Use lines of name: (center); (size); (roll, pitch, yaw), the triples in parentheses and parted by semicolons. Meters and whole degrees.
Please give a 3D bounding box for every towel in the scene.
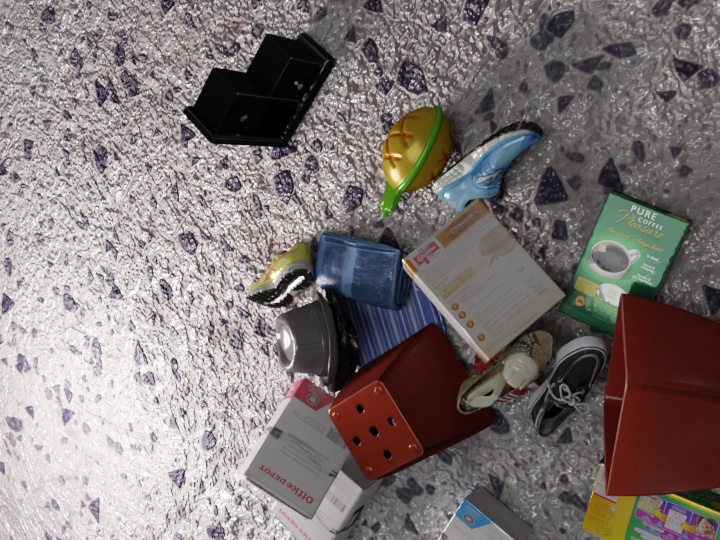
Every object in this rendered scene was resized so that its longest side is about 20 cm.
towel: (0.059, 0.091, 1.316); (0.200, 0.024, 0.145); (-17, 90, 36)
towel: (0.000, 0.000, 1.303); (0.200, 0.048, 0.112); (15, 98, 37)

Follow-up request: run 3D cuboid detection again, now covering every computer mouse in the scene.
computer mouse: (-0.032, 0.143, 1.332); (0.139, 0.053, 0.200); (-115, 25, -47)

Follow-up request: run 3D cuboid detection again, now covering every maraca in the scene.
maraca: (0.082, -0.179, 1.197); (0.107, 0.137, 0.200); (25, 114, -10)

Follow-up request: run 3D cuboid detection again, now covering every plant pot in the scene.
plant pot: (0.425, 0.172, 0.960); (0.176, 0.200, 0.200); (6, 123, 14)
plant pot: (0.067, 0.239, 1.225); (0.200, 0.176, 0.200); (-37, 82, 35)

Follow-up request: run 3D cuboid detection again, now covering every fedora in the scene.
fedora: (-0.105, 0.126, 1.319); (0.200, 0.090, 0.177); (-150, 56, -71)

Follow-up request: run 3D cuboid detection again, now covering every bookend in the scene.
bookend: (-0.178, -0.328, 1.296); (0.092, 0.199, 0.200); (47, 118, 21)

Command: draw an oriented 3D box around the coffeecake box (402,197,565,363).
coffeecake box: (0.186, 0.016, 1.117); (0.153, 0.073, 0.200); (-39, 78, -3)

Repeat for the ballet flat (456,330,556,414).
ballet flat: (0.220, 0.168, 1.115); (0.068, 0.075, 0.200); (44, 127, -2)

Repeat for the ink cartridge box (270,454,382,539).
ink cartridge box: (-0.066, 0.432, 1.409); (0.145, 0.083, 0.200); (38, 116, 22)

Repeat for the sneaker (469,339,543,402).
sneaker: (0.198, 0.130, 1.195); (0.116, 0.078, 0.200); (-41, 74, 29)

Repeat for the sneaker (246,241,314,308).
sneaker: (-0.152, 0.009, 1.417); (0.200, 0.078, 0.090); (-30, 48, 42)

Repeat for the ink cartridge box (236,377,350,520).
ink cartridge box: (-0.103, 0.316, 1.290); (0.146, 0.200, 0.085); (36, 157, -8)

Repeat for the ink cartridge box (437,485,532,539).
ink cartridge box: (0.193, 0.490, 1.258); (0.116, 0.067, 0.200); (37, 115, 23)

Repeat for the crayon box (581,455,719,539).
crayon box: (0.444, 0.368, 1.080); (0.200, 0.058, 0.119); (19, 108, 29)

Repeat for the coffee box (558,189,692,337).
coffee box: (0.387, -0.005, 1.069); (0.123, 0.044, 0.200); (26, 111, 25)

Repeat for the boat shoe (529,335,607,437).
boat shoe: (0.311, 0.180, 1.094); (0.073, 0.068, 0.199); (18, 133, -10)

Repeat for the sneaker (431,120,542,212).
sneaker: (0.212, -0.161, 1.156); (0.200, 0.078, 0.090); (-36, 95, 37)
